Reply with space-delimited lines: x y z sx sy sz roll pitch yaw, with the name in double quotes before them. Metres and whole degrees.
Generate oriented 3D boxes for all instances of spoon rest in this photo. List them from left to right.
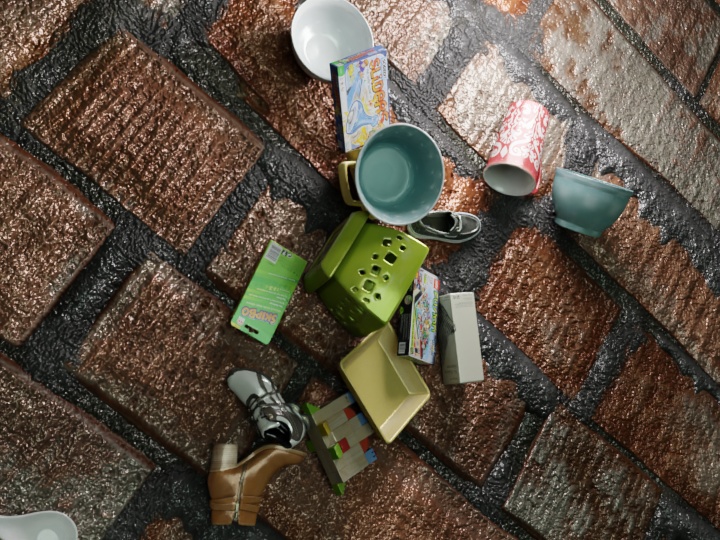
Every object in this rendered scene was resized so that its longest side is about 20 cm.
"spoon rest" -0.597 0.460 1.385 0.197 0.060 0.101 26 72 -18

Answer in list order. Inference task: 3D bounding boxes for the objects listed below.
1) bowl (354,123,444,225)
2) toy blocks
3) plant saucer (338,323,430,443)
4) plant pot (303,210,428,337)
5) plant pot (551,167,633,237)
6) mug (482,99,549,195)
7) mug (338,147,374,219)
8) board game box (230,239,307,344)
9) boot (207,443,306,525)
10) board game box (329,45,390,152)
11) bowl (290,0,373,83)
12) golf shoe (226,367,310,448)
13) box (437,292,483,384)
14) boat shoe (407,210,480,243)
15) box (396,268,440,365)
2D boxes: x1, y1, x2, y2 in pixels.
"bowl" 0.065 -0.199 1.636 0.197 0.105 0.205 -2 97 -20
"toy blocks" -0.032 0.345 1.655 0.135 0.099 0.203 -24 88 -38
"plant saucer" 0.044 0.241 1.696 0.199 0.048 0.202 -37 98 -48
"plant pot" 0.000 0.000 1.668 0.180 0.199 0.202 36 69 -8
"plant pot" 0.562 -0.164 1.967 0.197 0.200 0.137 12 103 -22
"mug" 0.392 -0.296 1.954 0.131 0.178 0.203 13 67 16
"mug" 0.034 -0.194 1.753 0.183 0.149 0.157 -10 93 -12
"board game box" -0.194 0.047 1.659 0.095 0.030 0.203 30 67 -16
"boot" -0.204 0.424 1.561 0.196 0.077 0.159 5 78 -22
"board game box" 0.002 -0.381 1.754 0.134 0.034 0.203 -28 132 -26
"bowl" -0.076 -0.505 1.773 0.197 0.090 0.206 4 80 -24
"golf shoe" -0.191 0.274 1.568 0.199 0.078 0.095 36 27 -2
"box" 0.224 0.156 1.803 0.067 0.082 0.204 -2 81 -25
"boat shoe" 0.207 -0.103 1.844 0.196 0.071 0.074 -5 83 -26
"box" 0.131 0.102 1.763 0.109 0.034 0.204 24 66 -49
